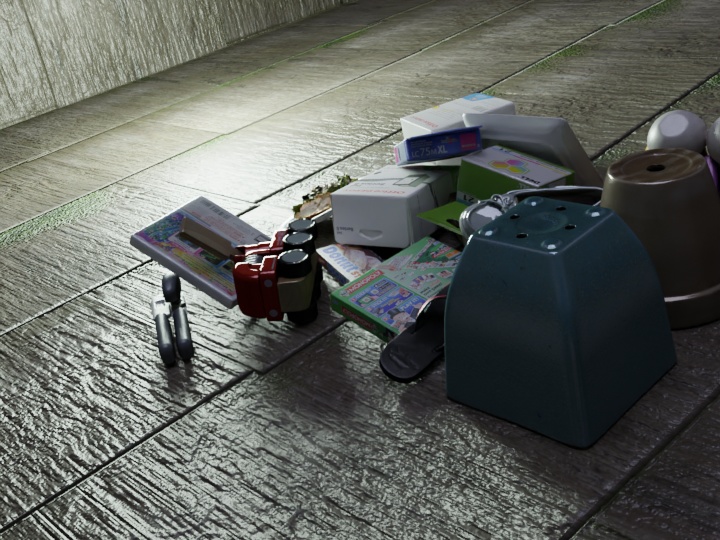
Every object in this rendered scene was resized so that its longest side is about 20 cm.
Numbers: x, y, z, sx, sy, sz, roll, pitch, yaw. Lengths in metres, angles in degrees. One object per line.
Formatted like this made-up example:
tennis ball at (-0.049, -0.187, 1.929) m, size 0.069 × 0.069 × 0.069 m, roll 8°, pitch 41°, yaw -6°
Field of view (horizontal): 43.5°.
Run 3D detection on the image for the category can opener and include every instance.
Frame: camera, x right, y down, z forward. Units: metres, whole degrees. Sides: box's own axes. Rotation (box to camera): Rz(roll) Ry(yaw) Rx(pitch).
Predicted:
can opener at (-0.279, 0.068, 1.319) m, size 0.052 × 0.067 × 0.200 m, roll -15°, pitch 30°, yaw -9°

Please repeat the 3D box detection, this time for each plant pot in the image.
plant pot at (0.211, 0.034, 0.992) m, size 0.195 × 0.202 × 0.195 m, roll -30°, pitch 31°, yaw -35°
plant pot at (0.372, -0.051, 1.126) m, size 0.198 × 0.175 × 0.200 m, roll -11°, pitch 24°, yaw 5°

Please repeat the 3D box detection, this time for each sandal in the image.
sandal at (0.100, 0.067, 1.132) m, size 0.075 × 0.045 × 0.200 m, roll 32°, pitch 48°, yaw 22°

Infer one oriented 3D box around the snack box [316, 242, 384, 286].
snack box at (0.000, 0.000, 1.366) m, size 0.071 × 0.025 × 0.200 m, roll -17°, pitch 25°, yaw -18°

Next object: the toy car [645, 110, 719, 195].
toy car at (0.494, -0.127, 1.279) m, size 0.198 × 0.175 × 0.151 m, roll 7°, pitch 66°, yaw 35°

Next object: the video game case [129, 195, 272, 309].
video game case at (-0.231, -0.034, 1.426) m, size 0.199 × 0.024 × 0.182 m, roll 31°, pitch 36°, yaw 13°

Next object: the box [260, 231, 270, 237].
box at (-0.242, -0.048, 1.570) m, size 0.109 × 0.035 × 0.200 m, roll -24°, pitch 27°, yaw -24°

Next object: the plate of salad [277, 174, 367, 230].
plate of salad at (-0.064, -0.126, 1.581) m, size 0.199 × 0.048 × 0.200 m, roll -29°, pitch 12°, yaw 7°

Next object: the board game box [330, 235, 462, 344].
board game box at (0.075, 0.026, 1.242) m, size 0.199 × 0.029 × 0.134 m, roll -30°, pitch 42°, yaw -34°

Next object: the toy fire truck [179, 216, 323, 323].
toy fire truck at (-0.163, -0.011, 1.323) m, size 0.198 × 0.130 × 0.176 m, roll -5°, pitch 26°, yaw 5°

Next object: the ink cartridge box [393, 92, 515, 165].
ink cartridge box at (0.172, -0.228, 1.643) m, size 0.198 × 0.126 × 0.128 m, roll -21°, pitch 26°, yaw -17°

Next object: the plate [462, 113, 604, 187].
plate at (0.279, -0.179, 1.456) m, size 0.199 × 0.199 × 0.033 m, roll 14°, pitch 70°, yaw 43°

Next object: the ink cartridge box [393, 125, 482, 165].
ink cartridge box at (0.123, -0.198, 1.447) m, size 0.118 × 0.042 × 0.200 m, roll -9°, pitch 2°, yaw -4°

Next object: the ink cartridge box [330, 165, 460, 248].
ink cartridge box at (0.064, -0.109, 1.467) m, size 0.144 × 0.085 × 0.200 m, roll 4°, pitch 21°, yaw 30°

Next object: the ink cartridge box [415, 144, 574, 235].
ink cartridge box at (0.201, -0.113, 1.337) m, size 0.147 × 0.076 × 0.199 m, roll 26°, pitch 33°, yaw 35°

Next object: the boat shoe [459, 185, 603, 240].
boat shoe at (0.235, -0.080, 1.228) m, size 0.200 × 0.065 × 0.075 m, roll -4°, pitch 67°, yaw -2°

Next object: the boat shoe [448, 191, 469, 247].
boat shoe at (0.180, -0.055, 1.377) m, size 0.072 × 0.064 × 0.201 m, roll -3°, pitch 29°, yaw -16°
